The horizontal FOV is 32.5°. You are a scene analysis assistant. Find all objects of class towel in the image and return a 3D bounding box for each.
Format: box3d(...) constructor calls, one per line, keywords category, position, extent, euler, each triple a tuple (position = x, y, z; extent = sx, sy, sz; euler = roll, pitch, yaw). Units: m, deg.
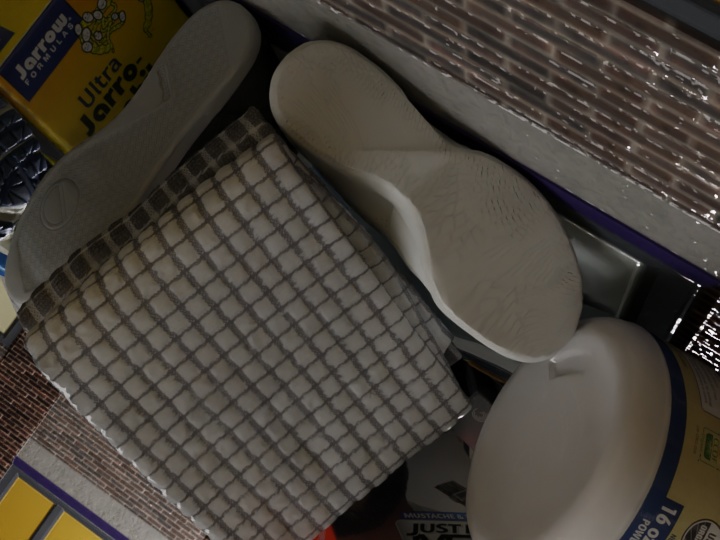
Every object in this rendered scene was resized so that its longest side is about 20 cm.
box3d(category="towel", position=(-0.053, 0.039, 0.646), extent=(0.200, 0.165, 0.086), euler=(50, 180, -31))

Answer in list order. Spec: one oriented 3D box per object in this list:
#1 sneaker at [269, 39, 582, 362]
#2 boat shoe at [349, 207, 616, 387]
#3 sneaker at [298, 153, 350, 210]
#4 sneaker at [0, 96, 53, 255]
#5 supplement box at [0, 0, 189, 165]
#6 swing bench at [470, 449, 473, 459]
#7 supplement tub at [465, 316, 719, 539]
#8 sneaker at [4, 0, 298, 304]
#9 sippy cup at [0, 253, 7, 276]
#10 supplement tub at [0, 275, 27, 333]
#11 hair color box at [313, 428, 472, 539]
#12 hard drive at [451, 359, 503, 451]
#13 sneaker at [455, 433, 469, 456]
box3d(category="sneaker", position=(0.033, -0.036, 0.640), extent=(0.200, 0.075, 0.088), euler=(46, 172, -4))
box3d(category="boat shoe", position=(0.074, 0.031, 0.755), extent=(0.199, 0.071, 0.091), euler=(31, 164, 9))
box3d(category="sneaker", position=(0.000, 0.000, 0.793), extent=(0.075, 0.087, 0.201), euler=(-10, 123, 46))
box3d(category="sneaker", position=(-0.215, -0.053, 0.696), extent=(0.085, 0.077, 0.200), euler=(32, 168, 32))
box3d(category="supplement box", position=(-0.159, -0.114, 0.746), extent=(0.108, 0.110, 0.200), euler=(26, 166, 34))
box3d(category="swing bench", position=(0.124, 0.175, 1.067), extent=(0.198, 0.130, 0.200), euler=(35, 163, 5))
box3d(category="supplement tub", position=(0.171, 0.126, 0.646), extent=(0.199, 0.145, 0.144), euler=(27, 171, -19))
box3d(category="sneaker", position=(-0.104, -0.046, 0.686), extent=(0.071, 0.200, 0.099), euler=(45, -174, 33))
box3d(category="sippy cup", position=(-0.242, -0.056, 0.926), extent=(0.177, 0.131, 0.140), euler=(22, 172, 20))
box3d(category="supplement tub", position=(-0.254, -0.016, 1.086), extent=(0.131, 0.132, 0.200), euler=(33, 155, 11))
box3d(category="hair color box", position=(0.023, 0.156, 0.717), extent=(0.110, 0.064, 0.200), euler=(3, -158, -18))
box3d(category="hard drive", position=(0.128, 0.113, 0.853), extent=(0.200, 0.042, 0.135), euler=(39, -159, -23))
box3d(category="sneaker", position=(0.002, 0.083, 0.911), extent=(0.203, 0.077, 0.146), euler=(62, 160, 9))
